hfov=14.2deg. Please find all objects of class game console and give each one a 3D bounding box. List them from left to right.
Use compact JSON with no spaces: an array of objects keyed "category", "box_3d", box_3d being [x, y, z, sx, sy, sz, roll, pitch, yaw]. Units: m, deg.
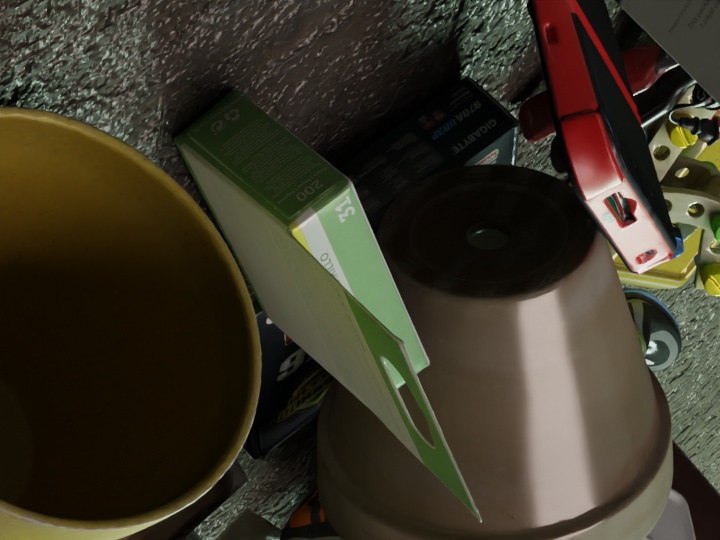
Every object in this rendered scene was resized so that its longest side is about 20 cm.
[{"category":"game console","box_3d":[0.119,-0.100,1.529,0.031,0.177,0.200,-19,160,10]}]

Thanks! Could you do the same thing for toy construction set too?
[{"category":"toy construction set","box_3d":[0.211,-0.093,1.746,0.200,0.131,0.092,-62,-162,13]}]

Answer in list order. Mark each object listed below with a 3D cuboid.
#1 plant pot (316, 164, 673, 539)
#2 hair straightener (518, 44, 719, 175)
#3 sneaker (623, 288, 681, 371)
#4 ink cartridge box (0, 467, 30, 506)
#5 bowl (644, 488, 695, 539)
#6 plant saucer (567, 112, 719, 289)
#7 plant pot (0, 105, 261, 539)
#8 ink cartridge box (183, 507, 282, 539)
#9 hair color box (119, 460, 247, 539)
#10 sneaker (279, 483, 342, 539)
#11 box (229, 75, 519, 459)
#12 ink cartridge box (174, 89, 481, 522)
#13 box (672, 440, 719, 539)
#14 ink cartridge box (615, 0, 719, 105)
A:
[{"category":"plant pot","box_3d":[0.069,0.046,1.561,0.200,0.200,0.174,-32,136,-29]},{"category":"hair straightener","box_3d":[0.193,-0.111,1.673,0.200,0.041,0.077,-31,131,15]},{"category":"sneaker","box_3d":[0.157,0.056,1.929,0.071,0.083,0.199,-39,159,23]},{"category":"ink cartridge box","box_3d":[-0.241,0.162,1.402,0.147,0.086,0.200,-23,158,-40]},{"category":"bowl","box_3d":[0.133,0.181,1.670,0.075,0.200,0.200,-28,144,31]},{"category":"plant saucer","box_3d":[0.211,-0.061,1.885,0.200,0.048,0.200,-52,155,15]},{"category":"plant pot","box_3d":[-0.165,0.049,1.287,0.200,0.200,0.142,-23,168,-41]},{"category":"ink cartridge box","box_3d":[-0.140,0.198,1.693,0.200,0.067,0.117,-44,158,-2]},{"category":"hair color box","box_3d":[-0.131,0.094,1.547,0.100,0.061,0.200,-42,157,-8]},{"category":"sneaker","box_3d":[-0.005,0.110,1.715,0.200,0.077,0.112,-17,109,-85]},{"category":"box","box_3d":[0.000,0.000,1.630,0.200,0.046,0.159,-36,155,-20]},{"category":"ink cartridge box","box_3d":[-0.002,0.015,1.416,0.048,0.200,0.146,-39,137,-13]},{"category":"box","box_3d":[0.122,0.211,1.845,0.200,0.164,0.166,-34,169,-39]},{"category":"ink cartridge box","box_3d":[0.177,-0.180,1.435,0.146,0.200,0.086,-17,145,-48]}]
